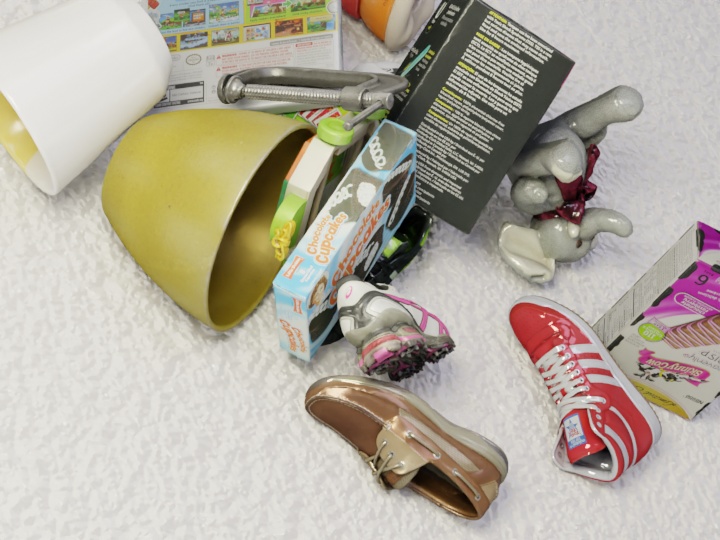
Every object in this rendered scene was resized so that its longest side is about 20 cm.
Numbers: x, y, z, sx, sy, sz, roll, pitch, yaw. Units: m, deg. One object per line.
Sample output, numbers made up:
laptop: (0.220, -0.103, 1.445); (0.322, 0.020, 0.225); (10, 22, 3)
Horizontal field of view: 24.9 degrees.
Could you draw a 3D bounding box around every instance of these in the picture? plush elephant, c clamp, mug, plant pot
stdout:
plush elephant: (0.215, -0.074, 1.720); (0.165, 0.200, 0.155); (-45, 109, -45)
c clamp: (-0.047, -0.163, 1.448); (0.200, 0.027, 0.171); (9, 22, 31)
mug: (-0.262, -0.182, 1.444); (0.153, 0.149, 0.187); (-36, 67, -17)
plant pot: (-0.145, -0.065, 1.454); (0.142, 0.200, 0.200); (25, 42, 14)

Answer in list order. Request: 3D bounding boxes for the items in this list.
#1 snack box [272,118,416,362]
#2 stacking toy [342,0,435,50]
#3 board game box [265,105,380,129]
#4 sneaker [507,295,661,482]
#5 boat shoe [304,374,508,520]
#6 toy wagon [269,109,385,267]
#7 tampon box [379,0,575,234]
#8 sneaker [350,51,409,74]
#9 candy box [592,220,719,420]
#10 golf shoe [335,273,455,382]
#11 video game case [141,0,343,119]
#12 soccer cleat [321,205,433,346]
snack box: (-0.012, -0.027, 1.469); (0.037, 0.116, 0.200); (26, 63, 16)
stacking toy: (-0.009, -0.347, 1.817); (0.200, 0.146, 0.146); (27, 43, 8)
board game box: (-0.086, -0.172, 1.594); (0.102, 0.048, 0.200); (-45, 68, -6)
sneaker: (0.204, 0.119, 1.605); (0.200, 0.071, 0.112); (47, 41, 5)
boat shoe: (0.039, 0.159, 1.461); (0.200, 0.076, 0.072); (26, 53, -6)
toy wagon: (-0.037, -0.069, 1.467); (0.040, 0.155, 0.200); (25, 32, 15)
tampon box: (0.099, -0.163, 1.635); (0.126, 0.200, 0.150); (31, 8, -12)
sneaker: (0.062, -0.217, 1.782); (0.200, 0.075, 0.115); (8, 50, -34)
candy box: (0.338, 0.055, 1.653); (0.136, 0.200, 0.061); (25, 45, -13)
golf shoe: (0.032, 0.048, 1.486); (0.092, 0.073, 0.200); (62, 9, 15)
video game case: (-0.116, -0.233, 1.585); (0.200, 0.023, 0.182); (-6, 69, 11)
soccer cleat: (0.000, 0.000, 1.555); (0.068, 0.081, 0.200); (42, 45, 3)
